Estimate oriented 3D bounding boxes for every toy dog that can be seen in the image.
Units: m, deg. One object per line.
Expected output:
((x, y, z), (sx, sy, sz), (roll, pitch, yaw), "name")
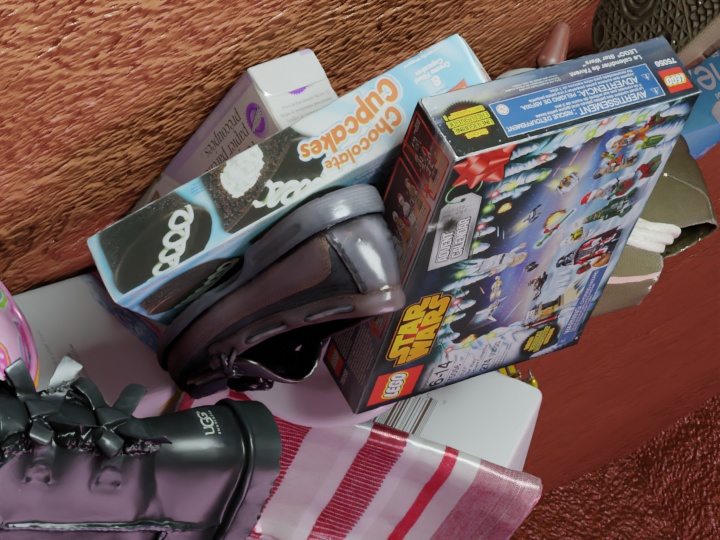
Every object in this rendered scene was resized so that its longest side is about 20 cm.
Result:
((0.096, -0.084, 1.522), (0.131, 0.097, 0.200), (15, -174, -19), "toy dog")

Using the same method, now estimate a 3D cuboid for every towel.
((-0.014, 0.121, 1.582), (0.144, 0.199, 0.023), (118, -11, -55), "towel")

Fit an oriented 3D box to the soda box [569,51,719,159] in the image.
((0.148, -0.090, 1.718), (0.199, 0.068, 0.064), (-19, 164, -44), "soda box")

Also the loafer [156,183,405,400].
((-0.039, 0.028, 1.368), (0.072, 0.063, 0.200), (-19, 166, -33), "loafer")

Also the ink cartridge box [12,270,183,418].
((-0.154, 0.064, 1.601), (0.199, 0.088, 0.145), (-20, 166, -46), "ink cartridge box")

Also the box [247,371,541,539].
((0.010, 0.131, 1.732), (0.200, 0.151, 0.107), (100, 17, -57), "box")

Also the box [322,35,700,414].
((0.068, -0.019, 1.367), (0.136, 0.040, 0.201), (-16, 149, -26), "box")

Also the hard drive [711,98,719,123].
((0.281, -0.154, 1.511), (0.200, 0.027, 0.132), (-44, -175, -26), "hard drive")

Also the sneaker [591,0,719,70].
((0.202, -0.141, 1.511), (0.075, 0.071, 0.200), (9, 159, -31), "sneaker")

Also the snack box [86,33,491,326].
((-0.024, -0.039, 1.369), (0.199, 0.037, 0.116), (-29, 169, 6), "snack box")

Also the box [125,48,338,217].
((-0.070, -0.045, 1.435), (0.041, 0.039, 0.200), (-23, 168, -32), "box")

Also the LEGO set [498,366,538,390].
((0.047, 0.032, 1.821), (0.115, 0.155, 0.200), (-21, 171, -36), "LEGO set")

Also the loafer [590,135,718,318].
((0.133, -0.005, 1.626), (0.200, 0.067, 0.076), (-40, 169, -26), "loafer")

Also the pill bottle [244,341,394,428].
((0.000, 0.000, 1.552), (0.119, 0.120, 0.200), (-32, -175, 19), "pill bottle")

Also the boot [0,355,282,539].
((-0.140, 0.133, 1.398), (0.162, 0.074, 0.199), (3, 126, -31), "boot")

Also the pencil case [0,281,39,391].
((-0.251, 0.076, 1.422), (0.199, 0.088, 0.087), (-33, 169, 25), "pencil case")
